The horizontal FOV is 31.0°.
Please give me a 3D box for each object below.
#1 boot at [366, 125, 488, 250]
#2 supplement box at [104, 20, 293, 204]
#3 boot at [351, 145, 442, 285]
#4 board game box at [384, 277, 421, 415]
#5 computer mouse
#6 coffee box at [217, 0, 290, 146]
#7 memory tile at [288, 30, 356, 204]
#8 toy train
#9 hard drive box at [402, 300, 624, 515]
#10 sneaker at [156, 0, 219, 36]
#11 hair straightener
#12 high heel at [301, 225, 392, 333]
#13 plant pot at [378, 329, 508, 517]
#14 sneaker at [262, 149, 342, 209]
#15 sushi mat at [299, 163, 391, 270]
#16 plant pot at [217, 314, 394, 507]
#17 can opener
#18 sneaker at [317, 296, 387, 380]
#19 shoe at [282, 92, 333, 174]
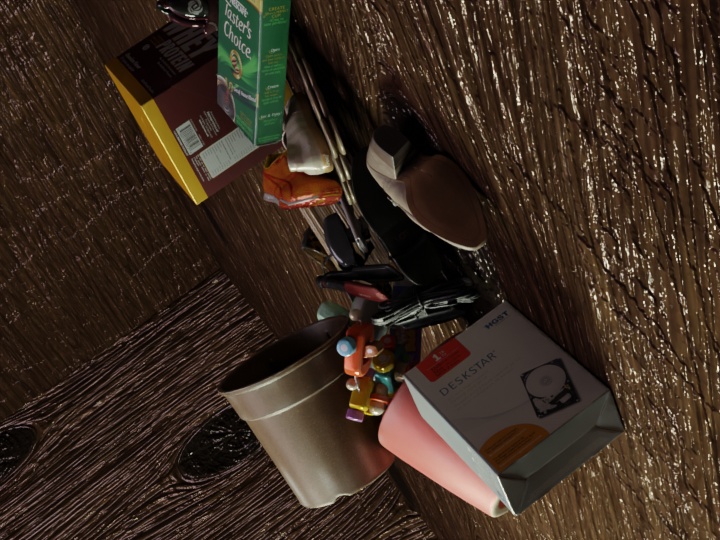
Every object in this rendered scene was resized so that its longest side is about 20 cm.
[{"bbox_3d":[0.078,-0.076,1.424,0.200,0.070,0.146,52,176,23],"label":"boot"},{"bbox_3d":[-0.214,-0.246,1.834,0.133,0.199,0.198,45,167,43],"label":"supplement box"},{"bbox_3d":[0.033,-0.068,1.645,0.201,0.069,0.174,65,176,-12],"label":"boot"},{"bbox_3d":[0.063,0.122,1.835,0.135,0.044,0.202,84,-170,-70],"label":"board game box"},{"bbox_3d":[0.086,0.036,1.636,0.200,0.137,0.053,39,-145,-79],"label":"computer mouse"},{"bbox_3d":[-0.136,-0.272,1.609,0.123,0.044,0.201,49,143,42],"label":"coffee box"},{"bbox_3d":[-0.047,-0.191,1.615,0.154,0.017,0.201,71,178,-56],"label":"memory tile"},{"bbox_3d":[0.031,0.112,1.651,0.055,0.152,0.200,11,-166,22],"label":"toy train"},{"bbox_3d":[0.167,0.148,1.444,0.200,0.155,0.077,42,164,49],"label":"hard drive box"},{"bbox_3d":[-0.230,-0.393,1.673,0.201,0.115,0.076,55,170,-1],"label":"sneaker"},{"bbox_3d":[0.000,0.000,1.740,0.041,0.077,0.200,37,165,-23],"label":"hair straightener"},{"bbox_3d":[-0.024,0.022,1.877,0.071,0.142,0.202,-12,96,37],"label":"high heel"},{"bbox_3d":[0.151,0.205,1.667,0.177,0.200,0.201,39,165,23],"label":"plant pot"},{"bbox_3d":[-0.084,-0.120,1.684,0.200,0.072,0.078,19,112,61],"label":"sneaker"},{"bbox_3d":[-0.028,-0.081,1.802,0.201,0.095,0.012,57,-174,-12],"label":"sushi mat"},{"bbox_3d":[-0.061,0.196,1.744,0.199,0.199,0.200,63,169,-10],"label":"plant pot"},{"bbox_3d":[-0.035,-0.106,1.718,0.053,0.066,0.202,48,-158,-68],"label":"can opener"},{"bbox_3d":[-0.021,0.073,1.836,0.118,0.074,0.201,35,155,22],"label":"sneaker"},{"bbox_3d":[-0.078,-0.172,1.640,0.200,0.053,0.070,-114,3,-63],"label":"shoe"}]
